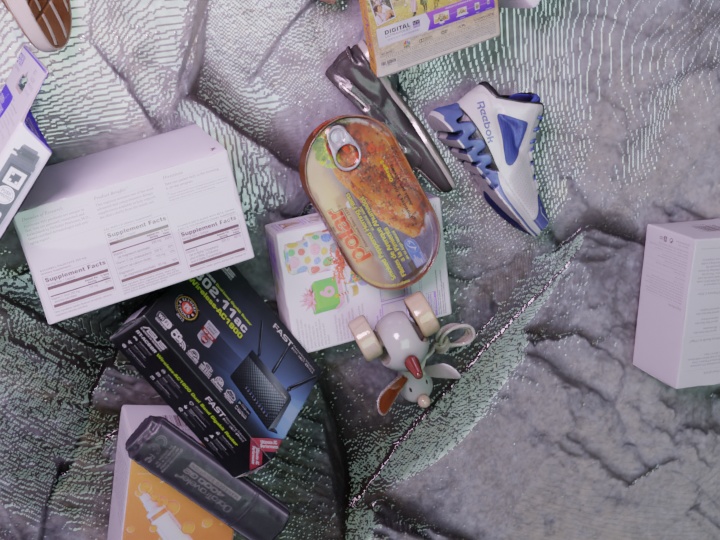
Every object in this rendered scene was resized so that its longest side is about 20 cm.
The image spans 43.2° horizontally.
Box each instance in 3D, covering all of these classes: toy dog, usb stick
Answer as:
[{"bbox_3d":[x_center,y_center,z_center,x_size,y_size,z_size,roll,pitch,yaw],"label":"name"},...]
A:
[{"bbox_3d":[0.063,0.110,1.036,0.131,0.097,0.200,-37,143,16],"label":"toy dog"},{"bbox_3d":[-0.154,0.220,0.942,0.055,0.033,0.200,-45,116,4],"label":"usb stick"}]

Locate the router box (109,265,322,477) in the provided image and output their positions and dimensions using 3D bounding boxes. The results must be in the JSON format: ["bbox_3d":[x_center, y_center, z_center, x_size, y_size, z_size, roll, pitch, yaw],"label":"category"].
[{"bbox_3d":[-0.142,0.090,0.948,0.062,0.150,0.201,-29,107,33],"label":"router box"}]

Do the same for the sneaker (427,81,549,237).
[{"bbox_3d":[0.179,-0.142,1.063,0.115,0.081,0.200,-42,114,-3],"label":"sneaker"}]

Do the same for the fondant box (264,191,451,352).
[{"bbox_3d":[0.000,0.000,1.047,0.198,0.058,0.146,-14,110,-18],"label":"fondant box"}]

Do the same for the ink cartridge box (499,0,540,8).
[{"bbox_3d":[0.147,-0.402,0.972,0.199,0.084,0.145,37,91,-26],"label":"ink cartridge box"}]

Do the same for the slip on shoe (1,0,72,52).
[{"bbox_3d":[-0.334,-0.295,0.834,0.060,0.076,0.201,-8,124,23],"label":"slip on shoe"}]

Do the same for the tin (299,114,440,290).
[{"bbox_3d":[0.009,-0.072,0.981,0.111,0.042,0.201,-35,111,-14],"label":"tin"}]

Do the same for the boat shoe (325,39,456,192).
[{"bbox_3d":[0.035,-0.161,1.016,0.057,0.067,0.201,-32,110,12],"label":"boat shoe"}]

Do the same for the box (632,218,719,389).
[{"bbox_3d":[0.450,0.042,1.212,0.123,0.097,0.203,-4,106,-20],"label":"box"}]

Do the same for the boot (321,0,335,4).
[{"bbox_3d":[0.039,-0.340,0.926,0.198,0.077,0.156,13,131,-12],"label":"boot"}]

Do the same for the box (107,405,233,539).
[{"bbox_3d":[-0.209,0.262,1.012,0.123,0.097,0.203,4,104,-22],"label":"box"}]

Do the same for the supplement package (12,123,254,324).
[{"bbox_3d":[-0.226,-0.054,0.889,0.198,0.156,0.112,-18,113,-15],"label":"supplement package"}]

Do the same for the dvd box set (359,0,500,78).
[{"bbox_3d":[0.063,-0.304,0.897,0.145,0.029,0.201,-22,132,-9],"label":"dvd box set"}]

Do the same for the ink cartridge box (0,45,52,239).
[{"bbox_3d":[-0.326,-0.097,0.816,0.043,0.198,0.201,29,95,-31],"label":"ink cartridge box"}]
